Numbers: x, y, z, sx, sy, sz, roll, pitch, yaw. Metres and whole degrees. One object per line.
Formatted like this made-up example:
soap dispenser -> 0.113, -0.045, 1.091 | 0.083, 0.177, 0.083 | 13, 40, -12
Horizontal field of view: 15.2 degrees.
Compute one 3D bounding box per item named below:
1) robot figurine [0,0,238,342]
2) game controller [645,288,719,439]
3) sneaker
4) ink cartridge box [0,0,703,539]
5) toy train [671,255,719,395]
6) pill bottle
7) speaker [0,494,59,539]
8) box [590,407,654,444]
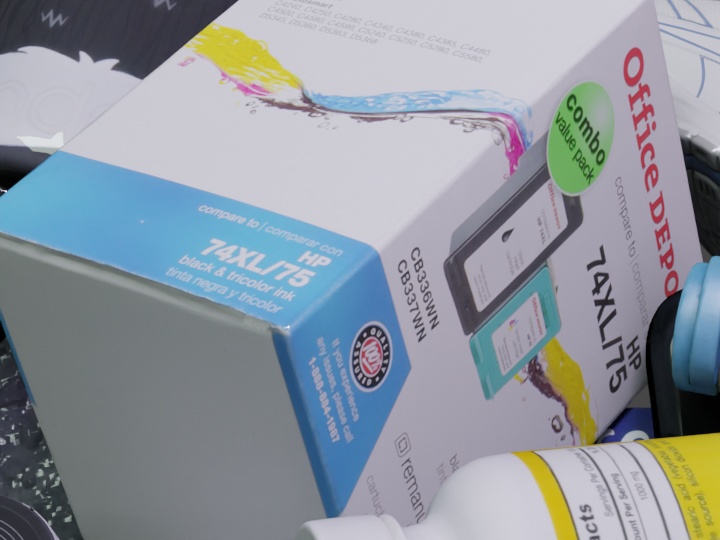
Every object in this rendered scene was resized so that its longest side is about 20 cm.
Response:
robot figurine -> -0.099, -0.058, 1.054 | 0.124, 0.150, 0.201 | -15, 47, 45
game controller -> 0.153, 0.090, 0.887 | 0.104, 0.042, 0.201 | -3, 59, -2
sneaker -> 0.141, -0.059, 1.003 | 0.087, 0.075, 0.200 | -35, 53, -15
ink cartridge box -> 0.000, 0.000, 0.921 | 0.146, 0.147, 0.200 | 17, 47, 37
toy train -> 0.166, -0.042, 0.841 | 0.115, 0.201, 0.085 | 9, 17, 13
pill bottle -> 0.084, 0.105, 0.776 | 0.199, 0.113, 0.113 | -4, 51, -11
speaker -> -0.090, 0.158, 0.843 | 0.081, 0.200, 0.082 | -13, 48, 14
box -> 0.085, 0.104, 0.929 | 0.199, 0.032, 0.122 | -1, 55, 18
